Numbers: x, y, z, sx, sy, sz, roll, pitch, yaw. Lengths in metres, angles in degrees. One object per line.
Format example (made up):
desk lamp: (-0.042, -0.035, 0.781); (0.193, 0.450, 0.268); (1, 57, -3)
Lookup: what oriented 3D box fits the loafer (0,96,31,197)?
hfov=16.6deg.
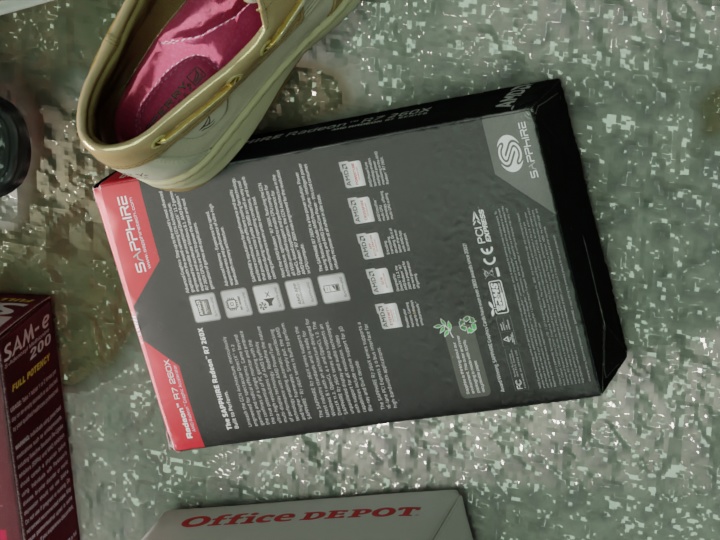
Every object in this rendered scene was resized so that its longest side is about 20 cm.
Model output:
loafer: (-0.226, -0.056, 1.076); (0.200, 0.070, 0.068); (1, 93, 25)

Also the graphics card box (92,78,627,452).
graphics card box: (0.000, 0.000, 1.024); (0.200, 0.051, 0.126); (-10, 105, 24)

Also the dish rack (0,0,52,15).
dish rack: (-0.185, -0.173, 0.954); (0.044, 0.200, 0.172); (10, 115, 56)

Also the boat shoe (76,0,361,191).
boat shoe: (-0.044, -0.119, 0.965); (0.074, 0.069, 0.200); (35, 102, 21)

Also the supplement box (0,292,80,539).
supplement box: (-0.189, 0.111, 1.128); (0.109, 0.061, 0.200); (3, 111, 18)

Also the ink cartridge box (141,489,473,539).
ink cartridge box: (-0.036, 0.200, 1.026); (0.147, 0.200, 0.145); (-5, 109, 21)
